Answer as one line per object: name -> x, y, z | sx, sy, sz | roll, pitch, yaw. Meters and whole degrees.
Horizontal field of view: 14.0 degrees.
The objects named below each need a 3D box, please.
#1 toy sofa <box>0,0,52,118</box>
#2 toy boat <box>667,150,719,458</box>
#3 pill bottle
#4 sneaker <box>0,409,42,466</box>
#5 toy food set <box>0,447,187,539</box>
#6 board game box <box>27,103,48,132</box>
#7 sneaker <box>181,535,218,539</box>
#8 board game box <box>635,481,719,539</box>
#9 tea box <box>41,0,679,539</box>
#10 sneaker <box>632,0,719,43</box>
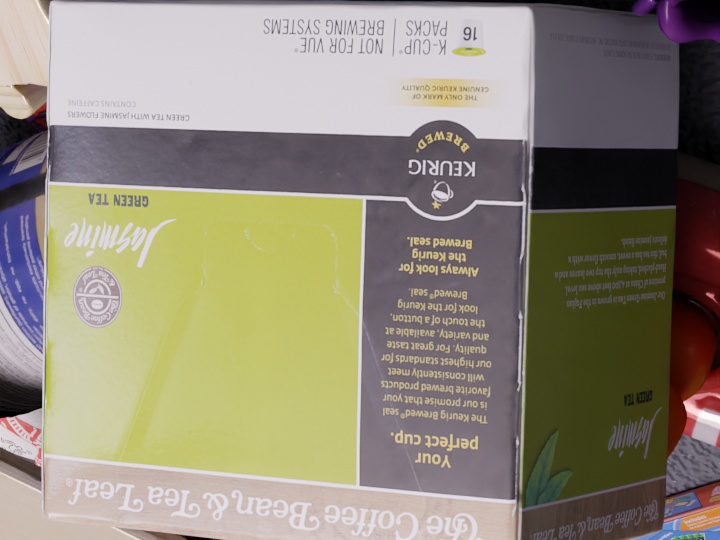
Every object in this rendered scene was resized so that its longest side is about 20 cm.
toy sofa -> -0.147, -0.163, 1.111 | 0.098, 0.083, 0.200 | 0, 122, 35
toy boat -> 0.118, 0.035, 1.156 | 0.200, 0.131, 0.131 | 20, 142, 12
pill bottle -> -0.138, 0.001, 1.255 | 0.200, 0.112, 0.112 | -18, 123, 46
sneaker -> -0.126, 0.068, 1.404 | 0.201, 0.067, 0.108 | 4, 137, 34
toy food set -> -0.097, 0.118, 1.243 | 0.200, 0.060, 0.144 | 25, 147, 10
board game box -> -0.088, -0.072, 1.251 | 0.120, 0.032, 0.200 | -16, 124, 48
sneaker -> -0.037, 0.111, 1.273 | 0.106, 0.075, 0.200 | 34, 134, 54
board game box -> 0.139, 0.154, 1.370 | 0.103, 0.019, 0.200 | 44, 140, -21
tea box -> 0.000, 0.000, 1.079 | 0.200, 0.134, 0.197 | 4, 93, 29
sneaker -> 0.192, -0.069, 1.026 | 0.200, 0.088, 0.074 | 26, 142, 5
